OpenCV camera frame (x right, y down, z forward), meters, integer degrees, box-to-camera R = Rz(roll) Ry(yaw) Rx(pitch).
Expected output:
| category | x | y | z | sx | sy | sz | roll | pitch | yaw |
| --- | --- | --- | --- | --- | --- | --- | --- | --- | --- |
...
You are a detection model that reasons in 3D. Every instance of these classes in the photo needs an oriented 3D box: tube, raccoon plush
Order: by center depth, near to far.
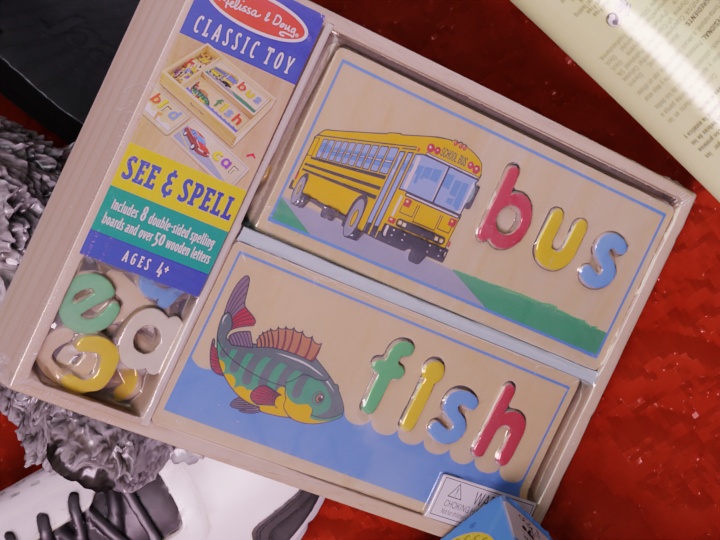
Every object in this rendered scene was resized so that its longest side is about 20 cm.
| category | x | y | z | sx | sy | sz | roll | pitch | yaw |
| --- | --- | --- | --- | --- | --- | --- | --- | --- | --- |
| raccoon plush | -0.063 | -0.029 | 0.752 | 0.200 | 0.134 | 0.097 | -34 | 43 | -15 |
| tube | 0.119 | -0.053 | 0.775 | 0.200 | 0.052 | 0.058 | 40 | 135 | 0 |

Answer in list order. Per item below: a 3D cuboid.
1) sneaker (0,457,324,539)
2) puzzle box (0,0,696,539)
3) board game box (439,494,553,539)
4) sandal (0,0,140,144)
| category | x | y | z | sx | sy | sz | roll | pitch | yaw |
| --- | --- | --- | --- | --- | --- | --- | --- | --- | --- |
| sneaker | -0.092 | 0.095 | 0.788 | 0.200 | 0.080 | 0.074 | -35 | 84 | 5 |
| puzzle box | 0.000 | 0.000 | 0.737 | 0.200 | 0.025 | 0.133 | 22 | 95 | -36 |
| board game box | -0.003 | 0.188 | 0.707 | 0.200 | 0.196 | 0.056 | -39 | 114 | 12 |
| sandal | -0.130 | -0.107 | 0.793 | 0.200 | 0.048 | 0.075 | 29 | 55 | 1 |
